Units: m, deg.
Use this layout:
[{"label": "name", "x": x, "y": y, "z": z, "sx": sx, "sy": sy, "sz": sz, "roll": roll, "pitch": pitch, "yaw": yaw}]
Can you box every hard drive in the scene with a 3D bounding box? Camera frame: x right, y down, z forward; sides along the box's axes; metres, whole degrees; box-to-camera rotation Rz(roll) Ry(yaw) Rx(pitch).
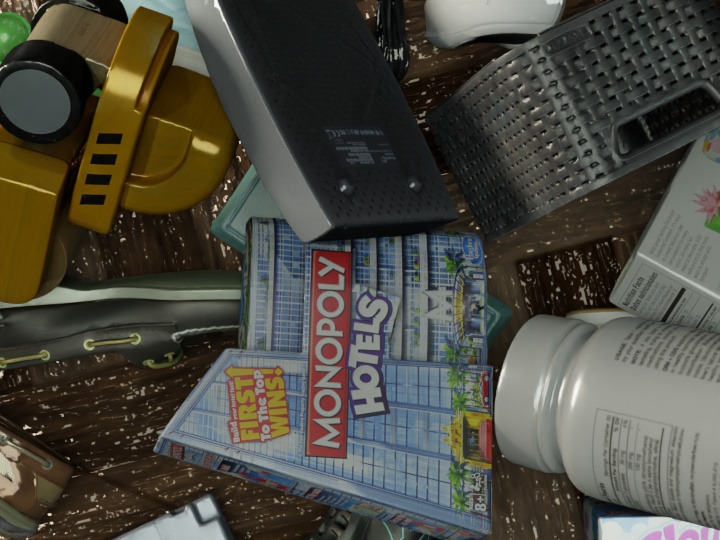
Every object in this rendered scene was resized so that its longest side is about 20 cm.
[{"label": "hard drive", "x": -0.029, "y": -0.106, "z": 1.133, "sx": 0.042, "sy": 0.135, "sz": 0.200, "roll": -38, "pitch": 70, "yaw": 36}]

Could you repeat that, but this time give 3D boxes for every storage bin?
[{"label": "storage bin", "x": 0.135, "y": -0.096, "z": 1.116, "sx": 0.135, "sy": 0.200, "sz": 0.094, "roll": -26, "pitch": 88, "yaw": -14}]

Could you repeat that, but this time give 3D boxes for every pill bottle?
[{"label": "pill bottle", "x": 0.188, "y": 0.090, "z": 1.097, "sx": 0.200, "sy": 0.113, "sz": 0.113, "roll": 12, "pitch": 91, "yaw": 30}]

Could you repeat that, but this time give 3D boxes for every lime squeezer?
[{"label": "lime squeezer", "x": -0.242, "y": -0.163, "z": 1.214, "sx": 0.200, "sy": 0.071, "sz": 0.038, "roll": 33, "pitch": 74, "yaw": -27}]

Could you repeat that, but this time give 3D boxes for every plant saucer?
[{"label": "plant saucer", "x": 0.000, "y": 0.000, "z": 1.224, "sx": 0.200, "sy": 0.019, "sz": 0.070, "roll": 34, "pitch": 91, "yaw": 3}]

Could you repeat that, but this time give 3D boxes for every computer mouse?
[{"label": "computer mouse", "x": 0.056, "y": -0.174, "z": 1.140, "sx": 0.044, "sy": 0.200, "sz": 0.110, "roll": 5, "pitch": 90, "yaw": -30}]

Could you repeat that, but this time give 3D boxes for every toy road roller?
[{"label": "toy road roller", "x": -0.155, "y": -0.068, "z": 1.146, "sx": 0.146, "sy": 0.123, "sz": 0.200, "roll": 19, "pitch": 123, "yaw": -3}]

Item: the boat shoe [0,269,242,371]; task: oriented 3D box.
[{"label": "boat shoe", "x": -0.148, "y": 0.034, "z": 1.207, "sx": 0.201, "sy": 0.072, "sz": 0.061, "roll": -2, "pitch": 98, "yaw": 7}]

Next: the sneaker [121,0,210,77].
[{"label": "sneaker", "x": -0.098, "y": -0.157, "z": 1.201, "sx": 0.200, "sy": 0.074, "sz": 0.082, "roll": 22, "pitch": 87, "yaw": -2}]

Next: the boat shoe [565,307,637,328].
[{"label": "boat shoe", "x": 0.227, "y": 0.065, "z": 1.186, "sx": 0.200, "sy": 0.071, "sz": 0.069, "roll": 9, "pitch": 89, "yaw": 2}]

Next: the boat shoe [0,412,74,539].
[{"label": "boat shoe", "x": -0.270, "y": 0.087, "z": 1.214, "sx": 0.200, "sy": 0.076, "sz": 0.072, "roll": 44, "pitch": 88, "yaw": -7}]

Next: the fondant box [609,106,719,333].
[{"label": "fondant box", "x": 0.275, "y": 0.002, "z": 1.150, "sx": 0.200, "sy": 0.058, "sz": 0.144, "roll": 29, "pitch": 55, "yaw": 5}]

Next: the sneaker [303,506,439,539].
[{"label": "sneaker", "x": 0.019, "y": 0.163, "z": 1.207, "sx": 0.079, "sy": 0.075, "sz": 0.200, "roll": 33, "pitch": 91, "yaw": -20}]

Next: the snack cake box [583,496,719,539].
[{"label": "snack cake box", "x": 0.244, "y": 0.177, "z": 1.164, "sx": 0.200, "sy": 0.115, "sz": 0.067, "roll": -2, "pitch": 91, "yaw": 2}]

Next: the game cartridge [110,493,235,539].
[{"label": "game cartridge", "x": -0.159, "y": 0.247, "z": 1.217, "sx": 0.200, "sy": 0.040, "sz": 0.133, "roll": -25, "pitch": 79, "yaw": 3}]

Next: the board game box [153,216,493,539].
[{"label": "board game box", "x": -0.022, "y": 0.062, "z": 1.131, "sx": 0.200, "sy": 0.062, "sz": 0.200, "roll": 4, "pitch": 74, "yaw": -10}]
